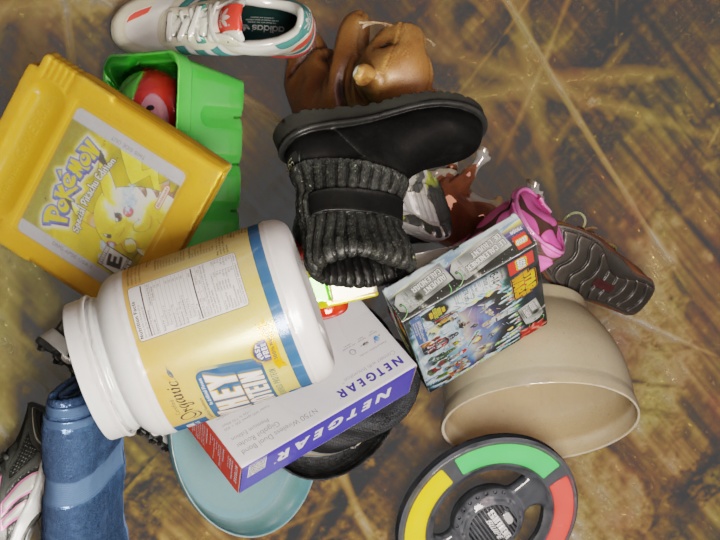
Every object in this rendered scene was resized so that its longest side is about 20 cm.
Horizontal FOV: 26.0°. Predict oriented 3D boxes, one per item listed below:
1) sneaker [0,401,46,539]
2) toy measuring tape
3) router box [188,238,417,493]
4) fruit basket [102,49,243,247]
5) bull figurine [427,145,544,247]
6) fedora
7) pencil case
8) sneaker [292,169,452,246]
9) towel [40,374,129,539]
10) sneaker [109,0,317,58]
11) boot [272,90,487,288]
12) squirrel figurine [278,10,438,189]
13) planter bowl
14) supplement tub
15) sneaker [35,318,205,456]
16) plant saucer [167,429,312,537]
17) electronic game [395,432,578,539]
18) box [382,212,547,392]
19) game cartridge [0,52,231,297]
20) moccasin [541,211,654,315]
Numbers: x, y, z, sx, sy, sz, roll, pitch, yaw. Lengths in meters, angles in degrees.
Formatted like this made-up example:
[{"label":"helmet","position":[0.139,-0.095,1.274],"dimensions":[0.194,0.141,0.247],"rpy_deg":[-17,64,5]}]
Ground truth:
[{"label":"sneaker","position":[-0.333,0.214,1.423],"dimensions":[0.086,0.080,0.200],"rpy_deg":[18,77,-12]},{"label":"toy measuring tape","position":[0.000,0.000,1.425],"dimensions":[0.200,0.074,0.074],"rpy_deg":[-13,95,-3]},{"label":"router box","position":[-0.080,0.081,1.436],"dimensions":[0.200,0.049,0.180],"rpy_deg":[-29,63,-27]},{"label":"fruit basket","position":[-0.222,-0.102,1.442],"dimensions":[0.215,0.155,0.216],"rpy_deg":[-4,97,-39]},{"label":"bull figurine","position":[0.111,-0.064,1.622],"dimensions":[0.200,0.065,0.122],"rpy_deg":[33,83,-22]},{"label":"fedora","position":[-0.011,0.112,1.527],"dimensions":[0.200,0.092,0.201],"rpy_deg":[7,80,-40]},{"label":"pencil case","position":[0.115,-0.002,1.551],"dimensions":[0.091,0.200,0.094],"rpy_deg":[49,33,-5]},{"label":"sneaker","position":[0.011,-0.056,1.501],"dimensions":[0.200,0.085,0.075],"rpy_deg":[1,73,-52]},{"label":"towel","position":[-0.248,0.188,1.411],"dimensions":[0.048,0.112,0.200],"rpy_deg":[12,113,15]},{"label":"sneaker","position":[-0.140,-0.238,1.476],"dimensions":[0.199,0.093,0.070],"rpy_deg":[2,88,-2]},{"label":"boot","position":[0.033,-0.068,1.379],"dimensions":[0.211,0.079,0.158],"rpy_deg":[-10,60,-18]},{"label":"squirrel figurine","position":[0.006,-0.153,1.512],"dimensions":[0.141,0.187,0.200],"rpy_deg":[24,80,-22]},{"label":"planter bowl","position":[0.179,0.098,1.601],"dimensions":[0.200,0.200,0.135],"rpy_deg":[12,57,-23]},{"label":"supplement tub","position":[-0.135,0.053,1.315],"dimensions":[0.200,0.145,0.145],"rpy_deg":[-19,98,1]},{"label":"sneaker","position":[-0.206,0.100,1.482],"dimensions":[0.200,0.066,0.091],"rpy_deg":[43,76,-16]},{"label":"plant saucer","position":[-0.117,0.157,1.507],"dimensions":[0.200,0.027,0.200],"rpy_deg":[13,73,-47]},{"label":"electronic game","position":[0.132,0.258,1.612],"dimensions":[0.200,0.042,0.200],"rpy_deg":[-7,115,-15]},{"label":"box","position":[0.101,0.034,1.429],"dimensions":[0.137,0.200,0.040],"rpy_deg":[-31,66,-3]},{"label":"game cartridge","position":[-0.239,-0.072,1.380],"dimensions":[0.200,0.032,0.176],"rpy_deg":[32,107,3]},{"label":"moccasin","position":[0.236,-0.013,1.649],"dimensions":[0.201,0.078,0.074],"rpy_deg":[16,113,-46]}]
